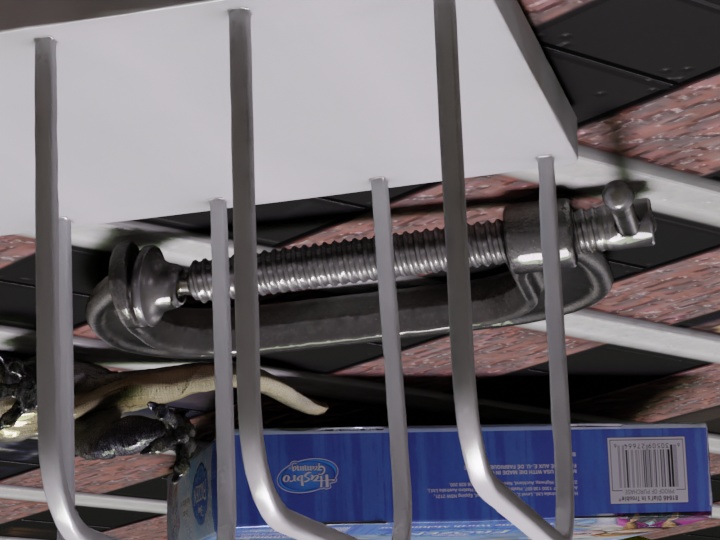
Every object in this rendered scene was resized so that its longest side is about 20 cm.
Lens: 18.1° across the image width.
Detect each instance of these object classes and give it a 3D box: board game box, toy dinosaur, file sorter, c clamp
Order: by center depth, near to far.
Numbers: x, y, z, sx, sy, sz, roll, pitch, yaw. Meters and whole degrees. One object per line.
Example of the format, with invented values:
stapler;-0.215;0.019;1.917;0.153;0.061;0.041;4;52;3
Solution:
file sorter;-0.052;0.011;0.546;0.199;0.125;0.139;-7;164;13
c clamp;0.000;0.000;0.707;0.199;0.027;0.171;-9;168;15
toy dinosaur;-0.101;0.050;0.818;0.199;0.048;0.088;-2;-178;-13
board game box;0.025;0.098;0.977;0.199;0.044;0.199;0;171;-11

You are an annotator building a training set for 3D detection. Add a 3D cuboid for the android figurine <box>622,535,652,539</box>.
android figurine;0.068;0.152;1.091;0.199;0.041;0.182;8;-169;21
